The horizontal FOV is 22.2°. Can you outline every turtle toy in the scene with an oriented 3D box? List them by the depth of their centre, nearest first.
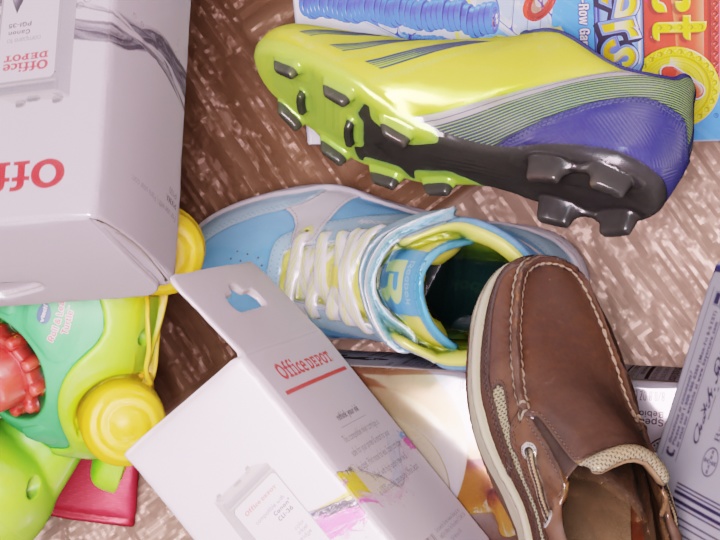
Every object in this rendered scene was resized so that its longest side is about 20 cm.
[{"bbox_3d":[-0.139,0.037,0.830,0.101,0.146,0.201,13,93,-12],"label":"turtle toy"}]

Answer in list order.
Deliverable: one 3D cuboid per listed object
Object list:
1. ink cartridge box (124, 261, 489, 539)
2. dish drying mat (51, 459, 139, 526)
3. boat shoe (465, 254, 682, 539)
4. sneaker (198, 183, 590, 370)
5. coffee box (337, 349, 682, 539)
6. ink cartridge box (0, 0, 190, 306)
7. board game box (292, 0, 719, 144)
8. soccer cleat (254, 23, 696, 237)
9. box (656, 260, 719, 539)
[{"bbox_3d":[-0.019,0.093,0.759,0.067,0.116,0.200,-41,83,12],"label":"ink cartridge box"},{"bbox_3d":[-0.140,0.024,0.920,0.077,0.018,0.201,6,90,12],"label":"dish drying mat"},{"bbox_3d":[0.094,0.080,0.714,0.074,0.075,0.203,1,66,-25],"label":"boat shoe"},{"bbox_3d":[0.000,0.000,0.832,0.199,0.131,0.080,3,91,13],"label":"sneaker"},{"bbox_3d":[0.053,0.098,0.843,0.199,0.080,0.115,3,92,13],"label":"coffee box"},{"bbox_3d":[-0.150,-0.093,0.755,0.146,0.083,0.201,-4,70,15],"label":"ink cartridge box"},{"bbox_3d":[0.067,-0.158,0.818,0.195,0.056,0.201,0,114,13],"label":"board game box"},{"bbox_3d":[0.050,-0.076,0.800,0.200,0.065,0.084,18,63,21],"label":"soccer cleat"},{"bbox_3d":[0.223,0.113,0.752,0.199,0.105,0.185,17,93,-19],"label":"box"}]
